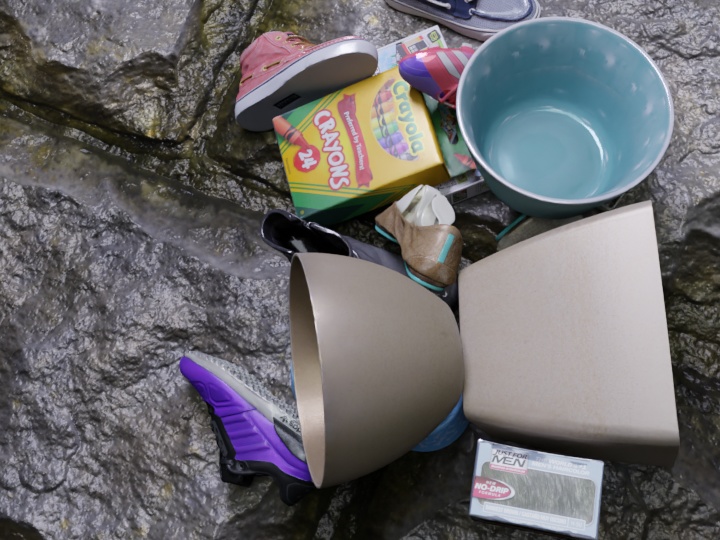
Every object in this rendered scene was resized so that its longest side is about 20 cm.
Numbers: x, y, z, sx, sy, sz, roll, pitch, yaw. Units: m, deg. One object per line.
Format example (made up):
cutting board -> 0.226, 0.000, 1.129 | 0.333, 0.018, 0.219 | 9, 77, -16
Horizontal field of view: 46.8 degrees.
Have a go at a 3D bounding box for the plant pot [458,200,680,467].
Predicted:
plant pot -> 0.189, 0.073, 0.768 | 0.175, 0.200, 0.203 | -6, 71, 17

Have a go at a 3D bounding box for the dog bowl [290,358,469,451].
dog bowl -> 0.019, 0.112, 0.848 | 0.197, 0.050, 0.113 | 14, 75, 12

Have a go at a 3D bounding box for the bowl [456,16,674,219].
bowl -> 0.187, -0.130, 0.803 | 0.198, 0.105, 0.203 | 0, 66, 1

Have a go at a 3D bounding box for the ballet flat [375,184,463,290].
ballet flat -> 0.061, -0.044, 0.822 | 0.067, 0.200, 0.073 | 22, 102, -12

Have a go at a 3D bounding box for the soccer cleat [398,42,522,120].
soccer cleat -> 0.127, -0.182, 0.874 | 0.198, 0.066, 0.078 | 7, 77, -33

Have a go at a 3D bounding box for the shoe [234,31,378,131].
shoe -> -0.066, -0.234, 0.930 | 0.199, 0.071, 0.092 | -19, 63, 36

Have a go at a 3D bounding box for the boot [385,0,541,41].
boot -> 0.111, -0.328, 0.954 | 0.198, 0.090, 0.074 | 16, 75, 13

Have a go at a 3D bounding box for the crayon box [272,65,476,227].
crayon box -> 0.014, -0.137, 0.894 | 0.198, 0.051, 0.128 | -21, 70, 11

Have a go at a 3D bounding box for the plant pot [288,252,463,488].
plant pot -> 0.015, 0.081, 0.736 | 0.133, 0.201, 0.203 | -5, 71, -11

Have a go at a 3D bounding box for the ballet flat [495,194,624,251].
ballet flat -> 0.230, -0.075, 0.871 | 0.200, 0.067, 0.062 | -42, 84, -5

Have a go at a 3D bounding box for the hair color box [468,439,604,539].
hair color box -> 0.147, 0.195, 0.722 | 0.098, 0.200, 0.061 | 8, 73, 11

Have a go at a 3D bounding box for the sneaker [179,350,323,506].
sneaker -> -0.122, 0.163, 0.843 | 0.199, 0.070, 0.100 | 32, 87, 19

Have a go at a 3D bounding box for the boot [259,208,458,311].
boot -> 0.000, 0.000, 0.840 | 0.197, 0.132, 0.071 | 14, 82, 14

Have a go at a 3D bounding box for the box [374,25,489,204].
box -> 0.074, -0.168, 0.938 | 0.109, 0.035, 0.202 | -21, 70, 2
